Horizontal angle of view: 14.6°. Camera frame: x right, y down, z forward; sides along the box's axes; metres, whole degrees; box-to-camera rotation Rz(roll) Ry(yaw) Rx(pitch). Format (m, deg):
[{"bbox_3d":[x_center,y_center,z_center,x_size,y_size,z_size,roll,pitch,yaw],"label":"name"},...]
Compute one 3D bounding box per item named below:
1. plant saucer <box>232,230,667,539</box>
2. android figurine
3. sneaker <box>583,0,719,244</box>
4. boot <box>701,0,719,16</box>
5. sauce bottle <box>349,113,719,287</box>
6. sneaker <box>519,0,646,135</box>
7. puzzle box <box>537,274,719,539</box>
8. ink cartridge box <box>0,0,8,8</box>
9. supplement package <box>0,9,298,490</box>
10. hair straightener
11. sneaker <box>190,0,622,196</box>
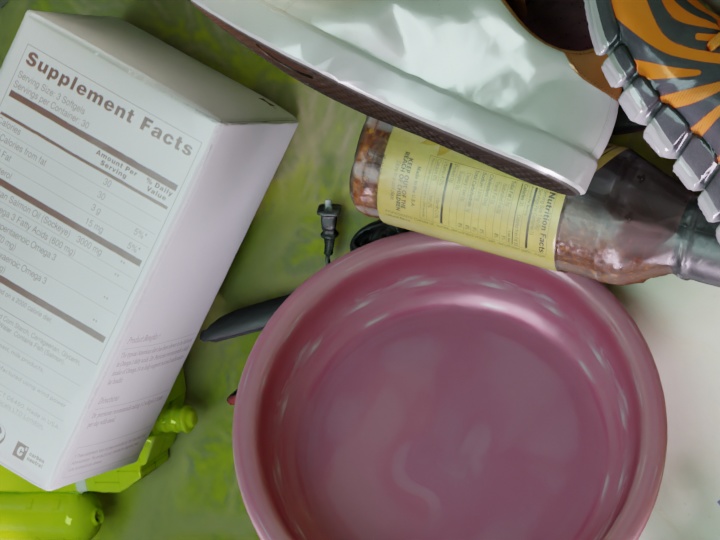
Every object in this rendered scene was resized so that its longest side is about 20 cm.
[{"bbox_3d":[0.042,0.080,1.303,0.199,0.051,0.202,-2,67,4],"label":"plant saucer"},{"bbox_3d":[-0.174,0.057,1.492,0.199,0.041,0.183,0,106,28],"label":"android figurine"},{"bbox_3d":[0.182,-0.074,1.183,0.112,0.077,0.201,-38,82,36],"label":"sneaker"},{"bbox_3d":[0.242,-0.114,1.217,0.199,0.074,0.096,29,142,2],"label":"boot"},{"bbox_3d":[0.096,-0.031,1.286,0.199,0.066,0.066,16,113,14],"label":"sauce bottle"},{"bbox_3d":[0.125,-0.139,1.269,0.115,0.076,0.201,32,128,8],"label":"sneaker"},{"bbox_3d":[0.172,0.084,1.335,0.133,0.025,0.200,-40,86,30],"label":"puzzle box"},{"bbox_3d":[-0.246,-0.167,1.363,0.067,0.200,0.116,-38,87,30],"label":"ink cartridge box"},{"bbox_3d":[-0.135,-0.012,1.377,0.117,0.117,0.201,29,101,14],"label":"supplement package"},{"bbox_3d":[0.000,0.000,1.384,0.199,0.041,0.077,-23,95,33],"label":"hair straightener"},{"bbox_3d":[0.024,-0.108,1.252,0.199,0.073,0.085,23,87,8],"label":"sneaker"}]
